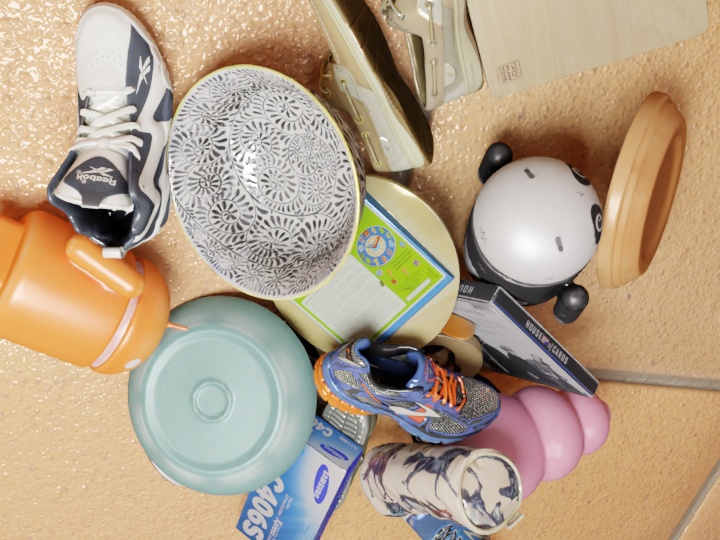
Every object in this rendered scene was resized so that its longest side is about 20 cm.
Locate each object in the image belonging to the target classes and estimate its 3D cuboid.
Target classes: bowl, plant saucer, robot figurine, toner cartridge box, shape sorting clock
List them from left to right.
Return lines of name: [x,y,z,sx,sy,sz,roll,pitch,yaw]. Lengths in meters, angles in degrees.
robot figurine: [-0.256,0.022,0.749,0.199,0.117,0.144,27,109,-31]
plant saucer: [-0.143,0.127,0.832,0.197,0.036,0.203,0,90,7]
bowl: [-0.067,-0.084,0.740,0.199,0.094,0.203,11,113,27]
toner cartridge box: [-0.073,0.249,0.948,0.094,0.043,0.201,31,127,13]
shape sorting clock: [0.000,0.000,0.828,0.197,0.039,0.202,5,118,8]
robot figurine: [0.166,-0.035,0.820,0.149,0.200,0.126,24,79,8]
plant saucer: [0.287,-0.076,0.842,0.200,0.037,0.202,-42,142,-46]

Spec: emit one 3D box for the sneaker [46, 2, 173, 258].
sneaker: [-0.200,-0.102,0.667,0.078,0.130,0.202,5,114,-3]

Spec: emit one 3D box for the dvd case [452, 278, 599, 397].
dvd case: [0.146,0.067,0.899,0.200,0.150,0.025,41,72,-34]

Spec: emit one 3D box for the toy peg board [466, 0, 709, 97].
toy peg board: [0.182,-0.287,0.731,0.197,0.098,0.201,-15,126,11]

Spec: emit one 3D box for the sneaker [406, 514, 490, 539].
sneaker: [0.131,0.362,1.110,0.078,0.089,0.200,-39,125,7]

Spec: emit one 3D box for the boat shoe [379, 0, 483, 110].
boat shoe: [0.052,-0.230,0.724,0.064,0.072,0.201,-26,131,-2]

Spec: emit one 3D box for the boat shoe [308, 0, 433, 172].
boat shoe: [-0.002,-0.167,0.744,0.066,0.074,0.201,-17,122,24]

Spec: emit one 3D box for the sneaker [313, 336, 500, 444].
sneaker: [0.056,0.116,0.822,0.198,0.076,0.079,14,144,-21]

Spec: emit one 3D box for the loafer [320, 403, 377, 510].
loafer: [-0.021,0.206,0.967,0.070,0.075,0.201,-38,161,-48]

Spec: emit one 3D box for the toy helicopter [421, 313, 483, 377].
toy helicopter: [0.039,0.075,0.900,0.198,0.080,0.133,16,138,-9]

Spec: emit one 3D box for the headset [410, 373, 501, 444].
headset: [0.129,0.214,1.042,0.122,0.094,0.202,-22,110,-7]

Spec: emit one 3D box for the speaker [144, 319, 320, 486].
speaker: [-0.131,0.140,0.888,0.199,0.081,0.081,-36,125,7]

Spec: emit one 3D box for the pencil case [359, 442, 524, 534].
pencil case: [0.081,0.223,0.866,0.090,0.199,0.078,48,62,-15]

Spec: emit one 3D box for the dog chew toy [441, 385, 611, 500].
dog chew toy: [0.194,0.188,0.946,0.198,0.125,0.126,-14,125,-17]
